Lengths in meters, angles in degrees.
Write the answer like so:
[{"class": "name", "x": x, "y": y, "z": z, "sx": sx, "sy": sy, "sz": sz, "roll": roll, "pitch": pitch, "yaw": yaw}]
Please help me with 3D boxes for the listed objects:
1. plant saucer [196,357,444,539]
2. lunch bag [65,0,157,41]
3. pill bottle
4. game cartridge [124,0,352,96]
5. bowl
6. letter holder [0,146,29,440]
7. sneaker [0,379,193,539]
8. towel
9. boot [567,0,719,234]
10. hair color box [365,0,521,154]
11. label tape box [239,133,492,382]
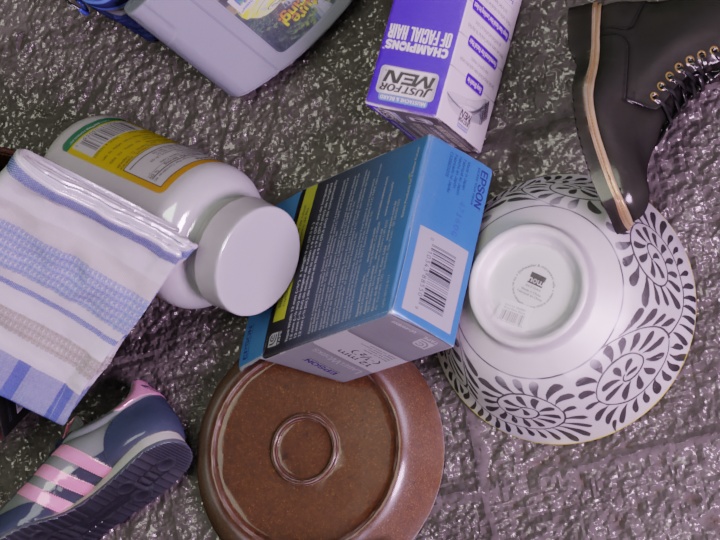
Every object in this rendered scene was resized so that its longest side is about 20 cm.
[{"class": "plant saucer", "x": -0.037, "y": 0.135, "z": 1.628, "sx": 0.199, "sy": 0.034, "sz": 0.201, "roll": -4, "pitch": 79, "yaw": 20}, {"class": "lunch bag", "x": -0.172, "y": -0.284, "z": 1.709, "sx": 0.200, "sy": 0.132, "sz": 0.136, "roll": -47, "pitch": 68, "yaw": 5}, {"class": "pill bottle", "x": -0.143, "y": -0.038, "z": 1.634, "sx": 0.200, "sy": 0.113, "sz": 0.113, "roll": 23, "pitch": 88, "yaw": 39}, {"class": "game cartridge", "x": -0.067, "y": -0.233, "z": 1.664, "sx": 0.200, "sy": 0.133, "sz": 0.041, "roll": -48, "pitch": 35, "yaw": 9}, {"class": "bowl", "x": 0.131, "y": 0.018, "z": 1.556, "sx": 0.200, "sy": 0.094, "sz": 0.202, "roll": -5, "pitch": 77, "yaw": 20}, {"class": "letter holder", "x": -0.316, "y": 0.007, "z": 1.663, "sx": 0.142, "sy": 0.101, "sz": 0.201, "roll": 14, "pitch": 128, "yaw": 23}, {"class": "sneaker", "x": -0.221, "y": 0.161, "z": 1.681, "sx": 0.200, "sy": 0.070, "sz": 0.082, "roll": -32, "pitch": 53, "yaw": 9}, {"class": "towel", "x": -0.227, "y": 0.016, "z": 1.564, "sx": 0.147, "sy": 0.024, "sz": 0.200, "roll": 29, "pitch": 120, "yaw": -17}, {"class": "boot", "x": 0.221, "y": -0.126, "z": 1.536, "sx": 0.138, "sy": 0.078, "sz": 0.201, "roll": -12, "pitch": 54, "yaw": 13}, {"class": "hair color box", "x": 0.072, "y": -0.198, "z": 1.614, "sx": 0.065, "sy": 0.109, "sz": 0.201, "roll": 11, "pitch": 83, "yaw": 22}, {"class": "label tape box", "x": 0.000, "y": 0.000, "z": 1.593, "sx": 0.200, "sy": 0.066, "sz": 0.144, "roll": -23, "pitch": 48, "yaw": 52}]
